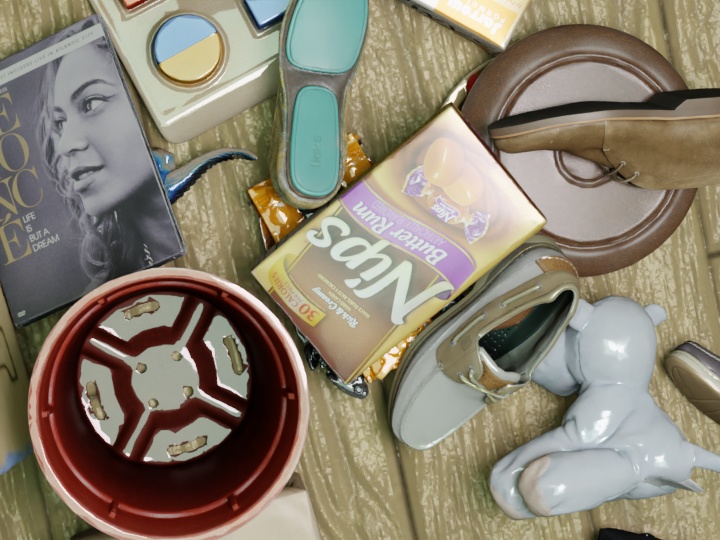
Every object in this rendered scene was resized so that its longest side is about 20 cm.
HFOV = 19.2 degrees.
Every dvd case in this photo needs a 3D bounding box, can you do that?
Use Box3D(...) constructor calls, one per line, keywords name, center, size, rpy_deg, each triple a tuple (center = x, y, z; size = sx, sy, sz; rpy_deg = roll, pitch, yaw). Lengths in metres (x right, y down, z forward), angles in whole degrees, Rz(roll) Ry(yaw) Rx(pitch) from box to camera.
Box3D(name="dvd case", center=(-0.230, -0.076, 1.628), size=(0.149, 0.016, 0.200), rpy_deg=(-23, 78, 15))

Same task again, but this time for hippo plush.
Box3D(name="hippo plush", center=(0.177, 0.103, 1.656), size=(0.159, 0.200, 0.161), rpy_deg=(-5, 83, -38))

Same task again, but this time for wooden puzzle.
Box3D(name="wooden puzzle", center=(-0.115, -0.225, 1.667), size=(0.185, 0.046, 0.200), rpy_deg=(-28, 96, -4))

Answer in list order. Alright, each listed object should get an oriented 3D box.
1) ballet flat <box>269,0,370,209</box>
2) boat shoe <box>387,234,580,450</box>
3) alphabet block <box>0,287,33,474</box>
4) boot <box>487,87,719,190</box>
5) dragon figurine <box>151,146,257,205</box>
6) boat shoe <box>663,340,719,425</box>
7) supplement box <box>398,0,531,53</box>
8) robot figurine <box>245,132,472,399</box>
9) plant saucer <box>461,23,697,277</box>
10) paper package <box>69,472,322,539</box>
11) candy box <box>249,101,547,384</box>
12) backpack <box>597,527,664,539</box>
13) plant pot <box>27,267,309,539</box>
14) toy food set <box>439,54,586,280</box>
Box3D(name="ballet flat", center=(-0.037, -0.144, 1.641), size=(0.071, 0.071, 0.200), rpy_deg=(7, 81, -7))
Box3D(name="boat shoe", center=(0.093, 0.065, 1.641), size=(0.075, 0.068, 0.200), rpy_deg=(27, 108, -29))
Box3D(name="alphabet block", center=(-0.370, 0.075, 1.562), size=(0.195, 0.196, 0.200), rpy_deg=(-15, 96, 11))
Box3D(name="boot", center=(0.196, -0.094, 1.619), size=(0.200, 0.074, 0.076), rpy_deg=(-4, 104, -8))
Box3D(name="dragon figurine", center=(-0.175, -0.044, 1.664), size=(0.200, 0.059, 0.099), rpy_deg=(-7, 96, -1))
Box3D(name="boat shoe", center=(0.338, 0.112, 1.729), size=(0.200, 0.072, 0.065), rpy_deg=(35, 77, -4))
Box3D(name="supplement box", center=(0.102, -0.287, 1.673), size=(0.126, 0.074, 0.200), rpy_deg=(27, 91, -6))
Box3D(name="robot figurine", center=(0.000, 0.000, 1.688), size=(0.145, 0.058, 0.200), rpy_deg=(-29, 95, -3))
Box3D(name="plant saucer", center=(0.175, -0.093, 1.665), size=(0.200, 0.034, 0.200), rpy_deg=(0, 93, -5))
Box3D(name="paper package", center=(-0.117, 0.273, 1.670), size=(0.200, 0.103, 0.191), rpy_deg=(-15, 95, -4))
Box3D(name="candy box", center=(0.029, -0.021, 1.623), size=(0.200, 0.056, 0.117), rpy_deg=(-40, 96, 7))
Box3D(name="backpack", center=(0.241, 0.331, 1.705), size=(0.163, 0.154, 0.200), rpy_deg=(18, 107, -12))
Box3D(name="plant pot", center=(-0.145, 0.092, 1.608), size=(0.201, 0.195, 0.201), rpy_deg=(0, 93, -6))
Box3D(name="toy food set", center=(0.151, -0.080, 1.704), size=(0.200, 0.049, 0.198), rpy_deg=(26, 91, -8))
